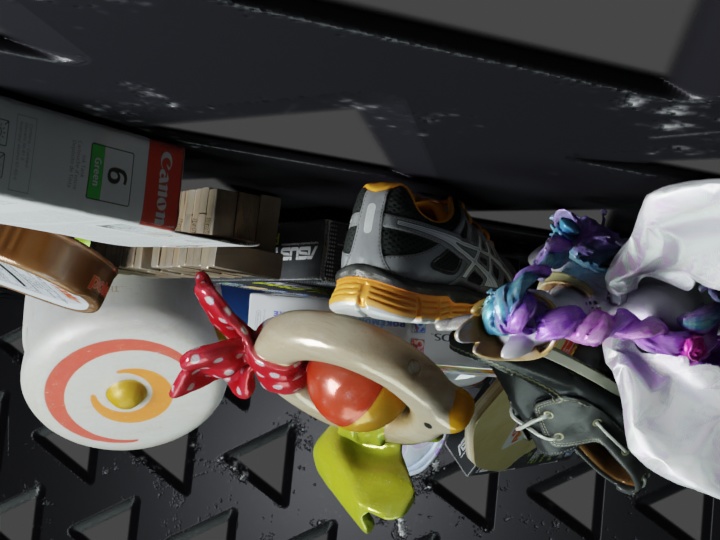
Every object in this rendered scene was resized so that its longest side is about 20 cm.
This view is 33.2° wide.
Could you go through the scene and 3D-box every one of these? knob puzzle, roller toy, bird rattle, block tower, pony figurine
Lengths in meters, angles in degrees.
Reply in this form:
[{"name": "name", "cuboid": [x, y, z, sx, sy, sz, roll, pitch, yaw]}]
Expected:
[{"name": "knob puzzle", "cuboid": [0.142, 0.079, 0.940, 0.030, 0.220, 0.219, 43, -167, 26]}, {"name": "roller toy", "cuboid": [-0.210, 0.069, 1.091, 0.182, 0.140, 0.200, -39, 129, 24]}, {"name": "bird rattle", "cuboid": [-0.016, 0.063, 0.760, 0.200, 0.113, 0.163, 44, 146, -19]}, {"name": "block tower", "cuboid": [-0.128, -0.024, 0.860, 0.054, 0.058, 0.199, 9, 176, -36]}, {"name": "pony figurine", "cuboid": [0.161, 0.024, 0.663, 0.192, 0.168, 0.200, 7, -167, 28]}]

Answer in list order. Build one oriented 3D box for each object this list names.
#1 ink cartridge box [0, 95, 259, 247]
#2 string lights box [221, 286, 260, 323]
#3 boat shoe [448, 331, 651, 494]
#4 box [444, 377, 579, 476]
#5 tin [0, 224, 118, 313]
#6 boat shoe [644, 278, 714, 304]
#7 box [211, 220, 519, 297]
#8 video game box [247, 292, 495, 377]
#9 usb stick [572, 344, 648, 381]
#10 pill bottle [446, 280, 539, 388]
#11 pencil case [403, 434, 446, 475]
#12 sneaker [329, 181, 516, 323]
[{"name": "ink cartridge box", "cuboid": [-0.157, -0.049, 0.655, 0.108, 0.051, 0.199, 1, 174, 39]}, {"name": "string lights box", "cuboid": [-0.181, 0.018, 1.226, 0.199, 0.059, 0.103, 8, -170, -19]}, {"name": "boat shoe", "cuboid": [0.133, 0.090, 0.803, 0.199, 0.068, 0.072, 31, 175, -31]}, {"name": "box", "cuboid": [0.189, 0.101, 1.108, 0.159, 0.201, 0.044, -2, -136, -38]}, {"name": "tin", "cuboid": [-0.274, -0.020, 0.878, 0.199, 0.042, 0.112, 19, 169, 10]}, {"name": "boat shoe", "cuboid": [0.308, 0.028, 0.894, 0.199, 0.072, 0.066, -5, 167, 19]}, {"name": "box", "cuboid": [0.000, 0.000, 0.949, 0.199, 0.045, 0.160, 10, 174, -40]}, {"name": "video game box", "cuboid": [0.024, 0.052, 0.929, 0.181, 0.047, 0.200, 2, 174, 10]}, {"name": "usb stick", "cuboid": [0.204, 0.061, 0.818, 0.055, 0.033, 0.200, -34, -170, -10]}, {"name": "pill bottle", "cuboid": [0.116, 0.055, 1.130, 0.112, 0.113, 0.199, 1, 172, 43]}, {"name": "pencil case", "cuboid": [0.023, 0.122, 1.078, 0.090, 0.083, 0.200, 31, -178, -4]}, {"name": "sneaker", "cuboid": [0.049, -0.009, 0.740, 0.078, 0.078, 0.200, 4, -179, 24]}]
